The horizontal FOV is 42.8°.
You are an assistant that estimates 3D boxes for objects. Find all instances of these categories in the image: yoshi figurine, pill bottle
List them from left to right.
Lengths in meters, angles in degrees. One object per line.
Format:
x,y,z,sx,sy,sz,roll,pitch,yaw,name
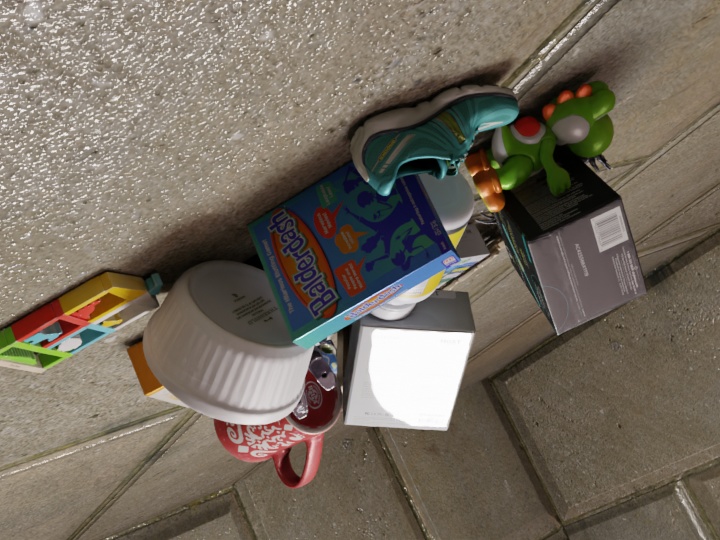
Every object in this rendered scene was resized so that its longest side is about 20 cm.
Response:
0.057,-0.032,1.117,0.111,0.113,0.201,-18,148,-30,pill bottle
0.236,-0.150,1.145,0.199,0.113,0.112,-33,172,16,yoshi figurine

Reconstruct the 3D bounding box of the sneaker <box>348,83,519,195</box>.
0.084,-0.134,0.963,0.198,0.080,0.078,-24,163,-18,sneaker

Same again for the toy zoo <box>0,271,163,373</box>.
-0.310,0.054,1.025,0.198,0.021,0.131,-29,165,4,toy zoo

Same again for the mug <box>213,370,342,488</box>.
-0.104,0.217,1.368,0.199,0.177,0.134,-30,-159,53,mug

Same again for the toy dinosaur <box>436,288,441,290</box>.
0.076,0.026,1.312,0.198,0.089,0.048,-26,158,-12,toy dinosaur

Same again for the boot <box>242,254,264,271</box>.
-0.124,0.018,1.186,0.198,0.068,0.130,-31,152,16,boot

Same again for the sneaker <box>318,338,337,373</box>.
-0.070,0.143,1.515,0.076,0.076,0.200,-32,-160,4,sneaker

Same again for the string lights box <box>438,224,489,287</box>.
0.102,0.002,1.496,0.199,0.060,0.102,-37,164,33,string lights box

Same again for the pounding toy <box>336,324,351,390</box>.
0.050,0.127,1.435,0.142,0.185,0.200,37,118,-25,pounding toy

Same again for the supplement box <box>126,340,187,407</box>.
-0.233,0.127,1.300,0.125,0.074,0.200,-27,166,-1,supplement box

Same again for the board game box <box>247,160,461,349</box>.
-0.011,-0.030,1.001,0.198,0.154,0.045,-31,156,12,board game box

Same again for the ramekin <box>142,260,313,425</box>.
-0.142,0.072,1.053,0.201,0.202,0.095,-8,133,-50,ramekin

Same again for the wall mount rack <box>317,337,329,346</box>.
-0.048,0.062,1.424,0.199,0.075,0.173,-36,160,32,wall mount rack

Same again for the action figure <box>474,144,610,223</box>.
0.266,-0.106,1.344,0.199,0.103,0.119,-37,174,29,action figure

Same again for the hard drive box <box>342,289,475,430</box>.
0.061,0.123,1.257,0.153,0.077,0.202,4,132,-7,hard drive box

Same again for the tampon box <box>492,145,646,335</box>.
0.259,-0.049,1.190,0.125,0.151,0.201,-24,-150,3,tampon box

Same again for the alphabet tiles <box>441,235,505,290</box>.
0.197,-0.016,1.591,0.199,0.015,0.196,-36,-178,20,alphabet tiles

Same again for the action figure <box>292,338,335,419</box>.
-0.097,0.106,1.255,0.129,0.200,0.070,-33,125,0,action figure
